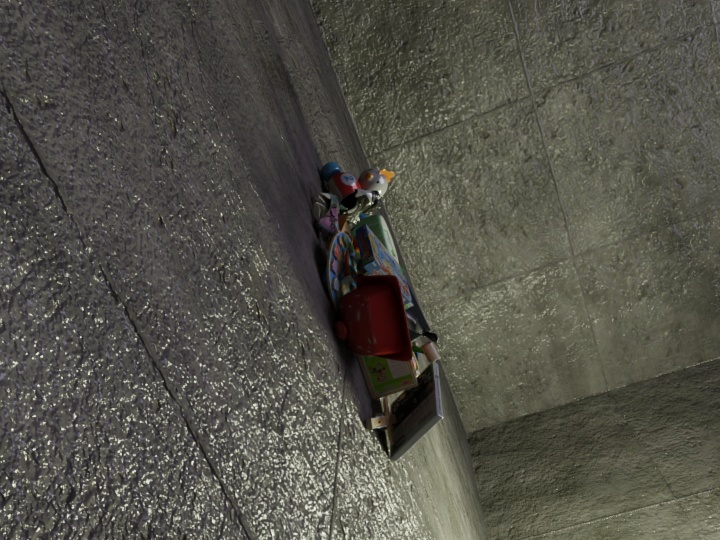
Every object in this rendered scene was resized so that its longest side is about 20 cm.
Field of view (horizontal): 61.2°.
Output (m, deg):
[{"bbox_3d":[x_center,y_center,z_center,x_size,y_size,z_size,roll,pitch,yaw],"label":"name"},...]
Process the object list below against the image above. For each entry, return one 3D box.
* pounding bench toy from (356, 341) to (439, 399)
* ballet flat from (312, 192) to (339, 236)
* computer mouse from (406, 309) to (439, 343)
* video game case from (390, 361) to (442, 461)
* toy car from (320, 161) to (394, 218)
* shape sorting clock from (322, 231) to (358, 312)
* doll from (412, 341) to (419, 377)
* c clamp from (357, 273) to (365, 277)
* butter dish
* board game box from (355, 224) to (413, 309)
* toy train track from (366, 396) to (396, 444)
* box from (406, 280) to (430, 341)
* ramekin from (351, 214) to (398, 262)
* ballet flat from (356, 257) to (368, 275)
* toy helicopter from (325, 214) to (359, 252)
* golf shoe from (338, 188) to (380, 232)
[{"bbox_3d":[0.110,0.226,1.594,0.156,0.198,0.126,-53,123,-78],"label":"pounding bench toy"},{"bbox_3d":[-0.094,-0.161,1.600,0.071,0.069,0.201,38,24,-24],"label":"ballet flat"},{"bbox_3d":[0.117,0.124,1.626,0.199,0.046,0.140,29,-2,-26],"label":"computer mouse"},{"bbox_3d":[0.138,0.357,1.548,0.023,0.201,0.183,28,32,-16],"label":"video game case"},{"bbox_3d":[0.011,-0.263,1.873,0.186,0.199,0.177,61,4,26],"label":"toy car"},{"bbox_3d":[-0.041,0.005,1.502,0.200,0.039,0.203,-4,90,-68],"label":"shape sorting clock"},{"bbox_3d":[0.108,0.219,1.722,0.048,0.135,0.202,-37,-103,56],"label":"doll"},{"bbox_3d":[0.029,0.096,1.566,0.200,0.027,0.173,-154,-125,-69],"label":"c clamp"},{"bbox_3d":[0.009,0.121,1.406,0.199,0.146,0.203,-3,-81,60],"label":"butter dish"},{"bbox_3d":[0.060,-0.006,1.528,0.200,0.034,0.136,47,21,-40],"label":"board game box"},{"bbox_3d":[0.044,0.366,1.470,0.200,0.032,0.116,29,50,-69],"label":"toy train track"},{"bbox_3d":[0.126,0.107,1.867,0.202,0.078,0.141,64,-6,-3],"label":"box"},{"bbox_3d":[0.043,-0.067,1.793,0.200,0.097,0.203,-19,90,-81],"label":"ramekin"},{"bbox_3d":[0.000,0.000,1.647,0.047,0.067,0.200,53,-20,6],"label":"ballet flat"},{"bbox_3d":[-0.050,-0.053,1.606,0.202,0.078,0.133,-82,161,-44],"label":"toy helicopter"},{"bbox_3d":[-0.035,-0.169,1.679,0.094,0.200,0.079,16,51,-35],"label":"golf shoe"}]
